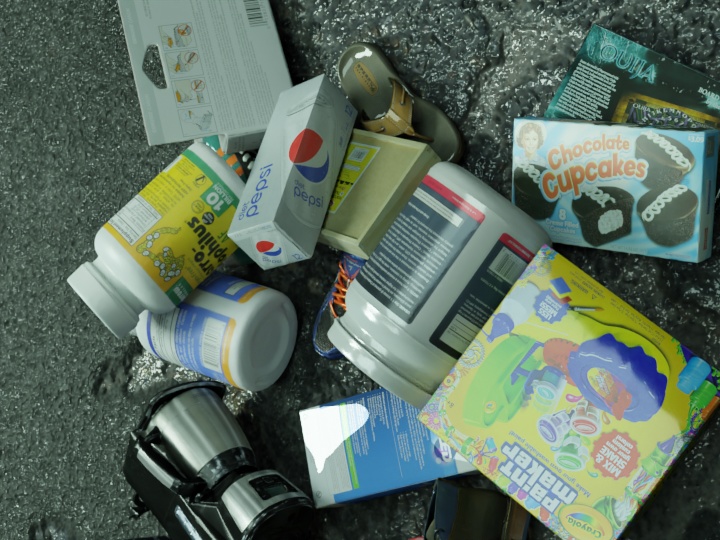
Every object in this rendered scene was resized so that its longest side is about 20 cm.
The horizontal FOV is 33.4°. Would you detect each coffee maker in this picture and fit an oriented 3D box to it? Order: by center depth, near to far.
[{"bbox_3d":[-0.152,0.249,1.277,0.200,0.133,0.194,46,145,33],"label":"coffee maker"}]

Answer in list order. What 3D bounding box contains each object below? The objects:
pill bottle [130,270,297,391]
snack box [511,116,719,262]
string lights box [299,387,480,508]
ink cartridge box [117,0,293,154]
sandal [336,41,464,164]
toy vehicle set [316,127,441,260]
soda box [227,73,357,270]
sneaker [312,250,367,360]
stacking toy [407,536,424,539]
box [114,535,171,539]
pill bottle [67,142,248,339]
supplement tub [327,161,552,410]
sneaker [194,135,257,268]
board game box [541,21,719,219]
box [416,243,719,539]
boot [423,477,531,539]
[{"bbox_3d":[-0.178,0.054,1.329,0.198,0.112,0.114,16,90,31],"label":"pill bottle"},{"bbox_3d":[0.234,-0.080,1.126,0.198,0.037,0.118,10,105,39],"label":"snack box"},{"bbox_3d":[0.041,0.170,1.215,0.198,0.059,0.104,-18,73,26],"label":"string lights box"},{"bbox_3d":[-0.170,-0.225,1.345,0.171,0.044,0.203,-11,67,-13],"label":"ink cartridge box"},{"bbox_3d":[0.032,-0.175,1.281,0.082,0.054,0.201,-42,64,17],"label":"sandal"},{"bbox_3d":[-0.015,-0.087,1.243,0.125,0.026,0.199,-54,35,-10],"label":"toy vehicle set"},{"bbox_3d":[-0.067,-0.103,1.233,0.068,0.063,0.202,-14,46,38],"label":"soda box"},{"bbox_3d":[0.000,0.000,1.256,0.075,0.078,0.202,30,96,30],"label":"sneaker"},{"bbox_3d":[0.030,0.307,1.115,0.115,0.199,0.112,-10,77,28],"label":"stacking toy"},{"bbox_3d":[-0.212,0.373,1.244,0.198,0.196,0.119,22,93,30],"label":"box"},{"bbox_3d":[-0.205,-0.028,1.252,0.200,0.113,0.113,-43,62,-9],"label":"pill bottle"},{"bbox_3d":[0.074,0.014,1.126,0.140,0.140,0.201,38,95,29],"label":"supplement tub"},{"bbox_3d":[-0.132,-0.109,1.359,0.079,0.071,0.203,-16,81,24],"label":"sneaker"},{"bbox_3d":[0.275,-0.138,1.151,0.199,0.028,0.137,34,98,30],"label":"board game box"},{"bbox_3d":[0.192,0.122,1.067,0.199,0.122,0.194,37,90,19],"label":"box"},{"bbox_3d":[0.090,0.277,1.096,0.096,0.201,0.075,20,130,5],"label":"boot"}]
